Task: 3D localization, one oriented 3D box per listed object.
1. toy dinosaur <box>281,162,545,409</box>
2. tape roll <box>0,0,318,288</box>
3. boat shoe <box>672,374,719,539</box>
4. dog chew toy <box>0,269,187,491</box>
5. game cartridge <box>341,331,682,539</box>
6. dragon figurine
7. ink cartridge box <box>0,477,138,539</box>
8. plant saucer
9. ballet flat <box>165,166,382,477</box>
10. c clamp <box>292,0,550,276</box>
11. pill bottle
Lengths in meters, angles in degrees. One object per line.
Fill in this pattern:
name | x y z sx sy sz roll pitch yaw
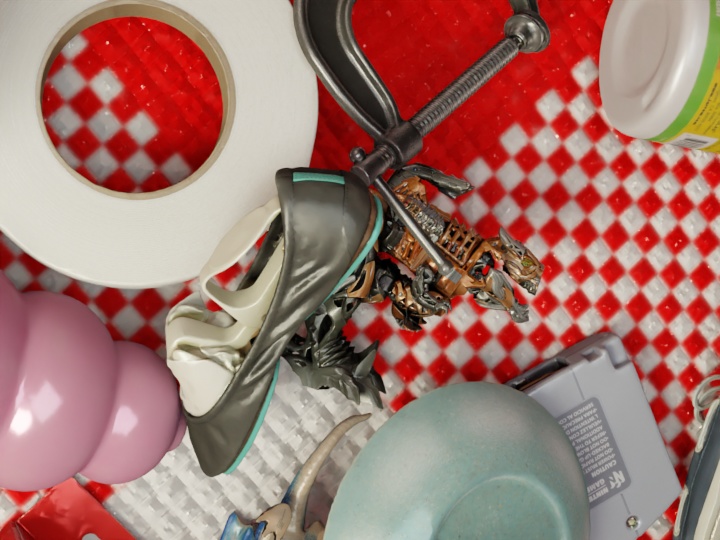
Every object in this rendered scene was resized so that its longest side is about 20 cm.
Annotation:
toy dinosaur | 0.000 0.000 0.909 0.198 0.102 0.137 17 93 24
tape roll | -0.121 -0.090 0.857 0.200 0.037 0.205 1 87 -10
boat shoe | 0.252 0.101 1.017 0.074 0.062 0.202 11 97 -21
dog chew toy | -0.185 0.060 0.842 0.198 0.124 0.126 18 93 -27
game cartridge | 0.099 0.142 0.988 0.199 0.040 0.134 -27 102 -12
dragon figurine | -0.053 0.176 0.930 0.058 0.099 0.202 18 74 -16
ink cartridge box | -0.195 0.229 0.888 0.200 0.067 0.116 -45 109 -7
plant saucer | 0.069 0.167 0.917 0.199 0.039 0.204 -4 98 -32
ballet flat | -0.062 0.023 0.834 0.068 0.068 0.201 18 119 -25
c clamp | 0.043 -0.122 0.898 0.171 0.027 0.200 48 58 -10
pill bottle | 0.255 -0.121 0.957 0.198 0.111 0.112 8 96 -19
